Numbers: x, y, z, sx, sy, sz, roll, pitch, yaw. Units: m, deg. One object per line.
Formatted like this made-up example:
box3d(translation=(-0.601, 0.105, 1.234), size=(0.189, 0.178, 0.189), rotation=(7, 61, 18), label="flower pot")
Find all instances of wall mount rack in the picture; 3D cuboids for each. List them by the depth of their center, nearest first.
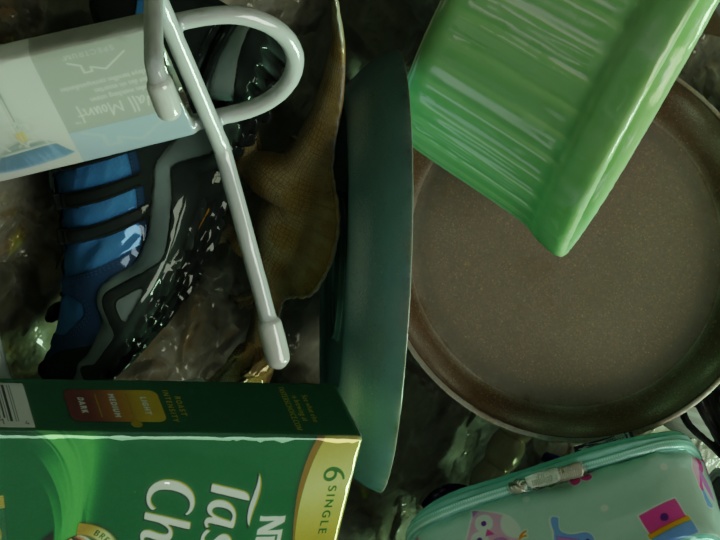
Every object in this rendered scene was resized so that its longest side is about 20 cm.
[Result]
box3d(translation=(-0.111, -0.025, 0.845), size=(0.200, 0.075, 0.174), rotation=(-12, 141, 7), label="wall mount rack")

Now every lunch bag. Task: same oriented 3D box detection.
box3d(translation=(0.107, 0.156, 1.097), size=(0.160, 0.077, 0.200), rotation=(-16, 151, 5), label="lunch bag")

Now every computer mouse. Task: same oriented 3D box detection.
box3d(translation=(0.211, 0.133, 1.145), size=(0.044, 0.110, 0.200), rotation=(-29, 156, -4), label="computer mouse")

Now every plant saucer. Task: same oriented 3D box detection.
box3d(translation=(0.000, 0.000, 0.981), size=(0.027, 0.200, 0.200), rotation=(1, 118, -5), label="plant saucer")
box3d(translation=(0.105, -0.013, 1.084), size=(0.200, 0.200, 0.032), rotation=(-50, 179, -11), label="plant saucer")

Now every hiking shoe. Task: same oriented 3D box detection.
box3d(translation=(-0.102, -0.037, 0.925), size=(0.200, 0.087, 0.074), rotation=(-63, 173, 22), label="hiking shoe")

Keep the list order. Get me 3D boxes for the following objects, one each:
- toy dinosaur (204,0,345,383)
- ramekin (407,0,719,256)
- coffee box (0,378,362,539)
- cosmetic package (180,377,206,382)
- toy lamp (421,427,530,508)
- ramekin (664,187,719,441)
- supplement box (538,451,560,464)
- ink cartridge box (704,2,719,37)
box3d(translation=(-0.029, -0.037, 0.959), size=(0.058, 0.101, 0.200), rotation=(6, 114, -27), label="toy dinosaur")
box3d(translation=(0.100, -0.116, 0.989), size=(0.200, 0.098, 0.200), rotation=(-59, 173, -12), label="ramekin")
box3d(translation=(-0.106, 0.104, 0.875), size=(0.200, 0.044, 0.123), rotation=(3, 117, -22), label="coffee box")
box3d(translation=(-0.153, 0.138, 0.936), size=(0.200, 0.052, 0.151), rotation=(-11, 125, -14), label="cosmetic package")
box3d(translation=(0.103, 0.055, 1.191), size=(0.058, 0.058, 0.200), rotation=(25, 97, -49), label="toy lamp")
box3d(translation=(0.220, 0.007, 1.189), size=(0.200, 0.105, 0.201), rotation=(8, 90, -74), label="ramekin")
box3d(translation=(0.177, 0.193, 1.308), size=(0.200, 0.101, 0.103), rotation=(22, 96, -48), label="supplement box")
box3d(translation=(0.238, -0.171, 1.075), size=(0.075, 0.200, 0.165), rotation=(-58, 138, -14), label="ink cartridge box")
